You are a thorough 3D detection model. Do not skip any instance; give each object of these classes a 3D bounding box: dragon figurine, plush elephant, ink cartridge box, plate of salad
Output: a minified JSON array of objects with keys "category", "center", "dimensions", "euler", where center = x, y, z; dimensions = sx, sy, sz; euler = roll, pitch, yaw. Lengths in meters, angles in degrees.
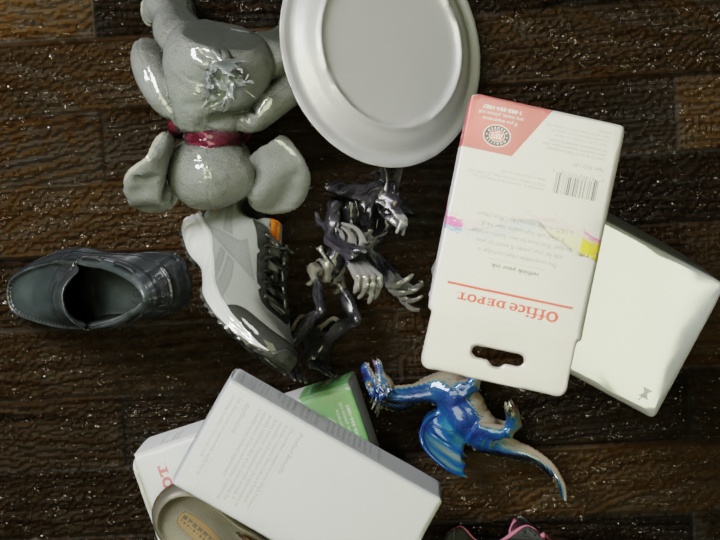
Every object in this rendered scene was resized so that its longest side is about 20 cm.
[{"category":"dragon figurine","center":[0.085,0.138,1.565],"dimensions":[0.099,0.059,0.200],"euler":[-41,92,7]},{"category":"plush elephant","center":[-0.117,-0.122,1.504],"dimensions":[0.163,0.200,0.156],"euler":[9,116,-5]},{"category":"ink cartridge box","center":[0.116,-0.018,1.340],"dimensions":[0.115,0.067,0.202],"euler":[12,92,1]},{"category":"ink cartridge box","center":[-0.078,0.189,1.567],"dimensions":[0.198,0.088,0.146],"euler":[-19,95,4]},{"category":"plate of salad","center":[0.014,-0.184,1.505],"dimensions":[0.199,0.048,0.202],"euler":[5,81,-33]}]

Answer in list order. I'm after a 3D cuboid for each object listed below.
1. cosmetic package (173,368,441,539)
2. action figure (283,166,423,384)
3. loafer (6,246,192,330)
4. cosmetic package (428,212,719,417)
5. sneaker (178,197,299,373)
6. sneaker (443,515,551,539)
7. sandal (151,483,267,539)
[{"category":"cosmetic package","center":[-0.042,0.173,1.485],"dimensions":[0.199,0.074,0.102],"euler":[31,96,-3]},{"category":"action figure","center":[0.000,0.000,1.528],"dimensions":[0.102,0.118,0.201],"euler":[36,106,33]},{"category":"loafer","center":[-0.231,0.016,1.529],"dimensions":[0.199,0.070,0.069],"euler":[-4,99,37]},{"category":"cosmetic package","center":[0.168,0.006,1.473],"dimensions":[0.198,0.200,0.124],"euler":[28,98,-1]},{"category":"sneaker","center":[-0.089,0.003,1.501],"dimensions":[0.079,0.201,0.074],"euler":[-37,135,10]},{"category":"sneaker","center":[0.159,0.257,1.572],"dimensions":[0.198,0.079,0.096],"euler":[3,62,-10]},{"category":"sandal","center":[-0.089,0.249,1.504],"dimensions":[0.200,0.055,0.082],"euler":[40,98,-2]}]
